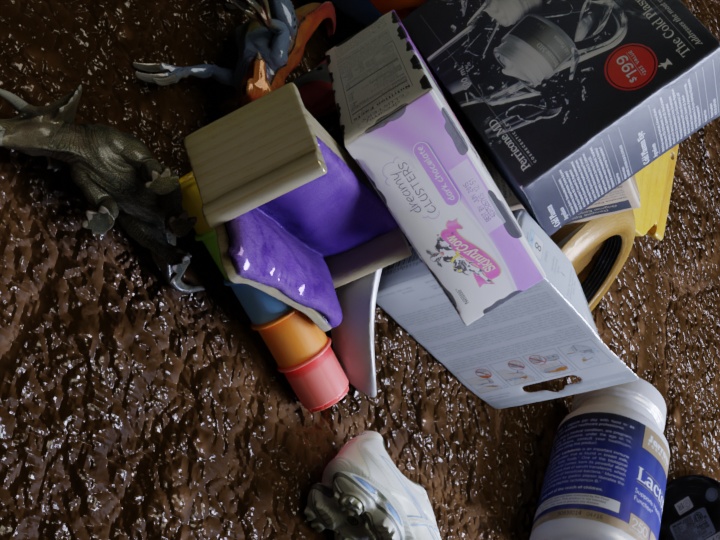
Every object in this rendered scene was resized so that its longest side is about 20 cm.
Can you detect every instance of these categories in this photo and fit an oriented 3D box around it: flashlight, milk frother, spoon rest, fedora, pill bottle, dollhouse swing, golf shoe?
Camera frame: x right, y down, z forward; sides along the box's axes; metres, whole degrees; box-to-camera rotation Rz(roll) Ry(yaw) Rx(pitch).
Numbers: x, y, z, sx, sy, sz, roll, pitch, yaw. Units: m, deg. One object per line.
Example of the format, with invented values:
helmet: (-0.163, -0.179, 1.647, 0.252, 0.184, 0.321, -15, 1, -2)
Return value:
flashlight: (-0.036, -0.136, 0.869, 0.068, 0.067, 0.200, 56, 39, -9)
milk frother: (0.439, 0.334, 1.139, 0.187, 0.179, 0.202, 24, 53, -41)
spoon rest: (0.000, 0.000, 0.836, 0.099, 0.060, 0.203, 73, 8, -84)
fedora: (0.181, 0.001, 1.017, 0.082, 0.202, 0.200, 42, 30, 26)
pill bottle: (0.236, 0.203, 1.009, 0.116, 0.115, 0.201, 49, 43, -24)
dollhouse swing: (0.210, -0.140, 1.113, 0.199, 0.175, 0.184, 27, 70, -41)
golf shoe: (0.045, 0.212, 0.813, 0.201, 0.078, 0.097, 57, 34, -17)

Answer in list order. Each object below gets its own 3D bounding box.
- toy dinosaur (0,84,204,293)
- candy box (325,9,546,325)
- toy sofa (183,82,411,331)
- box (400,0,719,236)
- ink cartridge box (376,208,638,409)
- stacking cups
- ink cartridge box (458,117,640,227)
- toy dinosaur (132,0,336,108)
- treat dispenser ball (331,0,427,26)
toy dinosaur: (-0.150, -0.055, 0.688, 0.200, 0.077, 0.103, 39, 13, -51)
candy box: (0.050, -0.083, 0.784, 0.168, 0.071, 0.201, 55, 11, -27)
toy sofa: (-0.031, -0.033, 0.703, 0.098, 0.082, 0.200, 70, 12, 20)
box: (0.164, -0.168, 0.854, 0.201, 0.181, 0.104, 58, 8, 29)
ink cartridge box: (0.128, 0.042, 0.913, 0.200, 0.159, 0.048, 42, 48, -31)
stacking cups: (-0.069, 0.013, 0.771, 0.060, 0.060, 0.201, -42, 108, -49)
ink cartridge box: (0.152, -0.137, 0.951, 0.075, 0.163, 0.202, 39, 42, -59)
toy dinosaur: (-0.063, -0.172, 0.791, 0.198, 0.105, 0.183, 6, 54, -33)
treat dispenser ball: (0.047, -0.313, 0.936, 0.200, 0.200, 0.203, 23, 57, -42)
